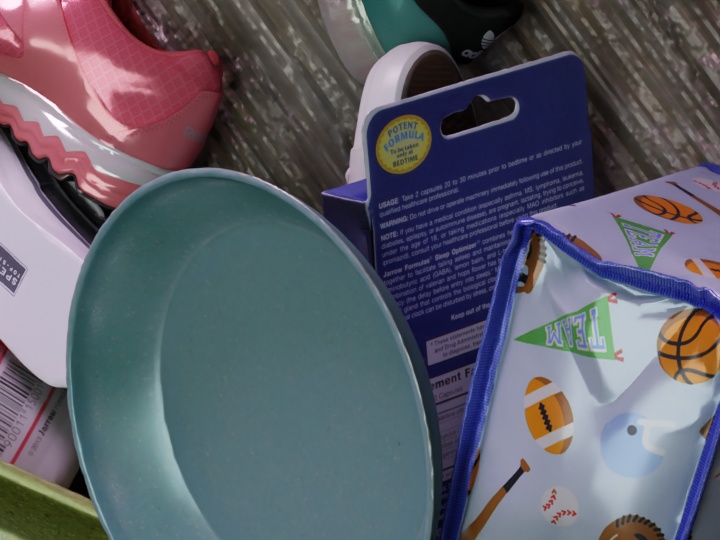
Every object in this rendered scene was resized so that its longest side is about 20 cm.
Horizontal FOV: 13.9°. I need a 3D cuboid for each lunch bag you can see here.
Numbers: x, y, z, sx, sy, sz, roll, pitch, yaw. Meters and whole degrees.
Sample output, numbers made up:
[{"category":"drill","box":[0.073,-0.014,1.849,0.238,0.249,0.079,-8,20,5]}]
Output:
[{"category":"lunch bag","box":[0.114,0.079,1.110,0.123,0.170,0.201,26,110,27]}]

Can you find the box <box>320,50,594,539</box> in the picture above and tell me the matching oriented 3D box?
[{"category":"box","box":[0.044,0.021,1.151,0.032,0.121,0.201,15,115,47]}]

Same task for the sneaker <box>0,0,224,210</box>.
[{"category":"sneaker","box":[-0.140,-0.106,1.282,0.200,0.074,0.087,34,101,14]}]

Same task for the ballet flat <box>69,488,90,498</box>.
[{"category":"ballet flat","box":[-0.099,0.105,1.299,0.200,0.068,0.075,-48,55,23]}]

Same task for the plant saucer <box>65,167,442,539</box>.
[{"category":"plant saucer","box":[-0.034,0.057,1.123,0.199,0.036,0.201,14,111,42]}]

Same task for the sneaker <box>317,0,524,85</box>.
[{"category":"sneaker","box":[0.009,-0.177,1.178,0.079,0.071,0.201,-14,100,29]}]

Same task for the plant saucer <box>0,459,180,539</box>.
[{"category":"plant saucer","box":[-0.140,0.188,1.206,0.199,0.048,0.201,23,88,4]}]

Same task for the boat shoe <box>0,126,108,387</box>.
[{"category":"boat shoe","box":[-0.143,-0.015,1.291,0.200,0.068,0.072,41,108,37]}]

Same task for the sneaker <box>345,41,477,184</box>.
[{"category":"sneaker","box":[0.000,0.000,1.200,0.084,0.073,0.201,16,119,30]}]

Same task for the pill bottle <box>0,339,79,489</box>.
[{"category":"pill bottle","box":[-0.220,0.050,1.280,0.199,0.112,0.112,33,116,-8]}]
